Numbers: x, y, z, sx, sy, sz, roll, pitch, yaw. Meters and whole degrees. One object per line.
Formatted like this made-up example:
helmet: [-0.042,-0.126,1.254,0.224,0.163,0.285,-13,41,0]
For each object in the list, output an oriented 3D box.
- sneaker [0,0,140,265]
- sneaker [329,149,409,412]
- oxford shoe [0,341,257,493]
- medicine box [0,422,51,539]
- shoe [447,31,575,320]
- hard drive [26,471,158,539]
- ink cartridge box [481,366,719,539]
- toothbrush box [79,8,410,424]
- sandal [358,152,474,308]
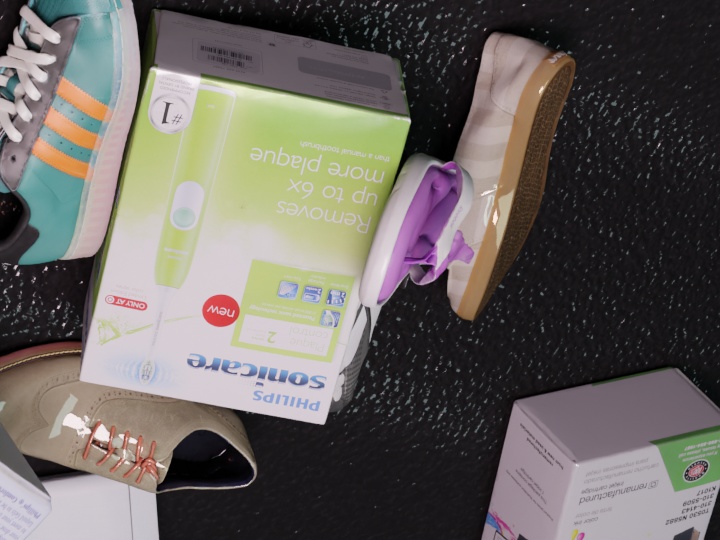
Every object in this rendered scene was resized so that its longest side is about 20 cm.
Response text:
sneaker: [-0.171,-0.085,1.254,0.080,0.071,0.200,-13,129,-33]
sneaker: [0.000,0.000,1.441,0.090,0.066,0.200,-17,127,-22]
oxford shoe: [-0.145,0.092,1.399,0.200,0.075,0.071,7,118,-38]
medicine box: [-0.293,0.121,1.238,0.200,0.182,0.103,-45,135,1]
shoe: [0.083,-0.059,1.476,0.070,0.053,0.200,-42,152,-53]
hard drive: [-0.213,0.195,1.422,0.200,0.027,0.132,-6,95,-32]
ink cartridge box: [0.169,0.182,1.683,0.145,0.084,0.200,-10,127,-30]
toothbrush box: [-0.068,-0.029,1.322,0.145,0.086,0.200,11,119,-10]
sandal: [0.043,-0.025,1.319,0.203,0.050,0.083,-46,152,-73]
